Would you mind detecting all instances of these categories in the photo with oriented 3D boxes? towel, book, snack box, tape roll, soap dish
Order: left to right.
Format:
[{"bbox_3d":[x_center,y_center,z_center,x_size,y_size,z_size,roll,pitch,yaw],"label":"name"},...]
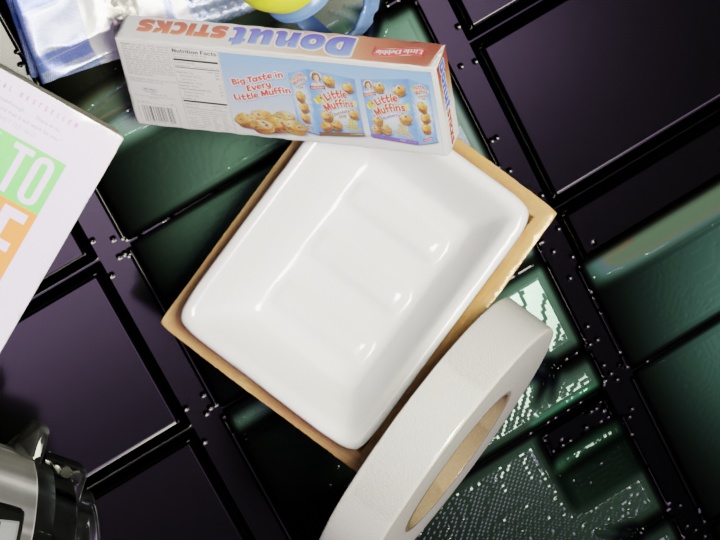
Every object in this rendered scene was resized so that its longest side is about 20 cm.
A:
[{"bbox_3d":[-0.250,-0.028,1.709,0.133,0.048,0.200,29,94,-16],"label":"book"},{"bbox_3d":[-0.124,-0.208,1.718,0.200,0.024,0.147,-20,106,-12],"label":"towel"},{"bbox_3d":[-0.044,-0.109,1.686,0.200,0.024,0.072,7,137,17],"label":"snack box"},{"bbox_3d":[0.000,0.000,1.745,0.157,0.081,0.200,36,89,6],"label":"soap dish"},{"bbox_3d":[0.046,0.107,1.748,0.037,0.203,0.203,36,89,9],"label":"tape roll"}]

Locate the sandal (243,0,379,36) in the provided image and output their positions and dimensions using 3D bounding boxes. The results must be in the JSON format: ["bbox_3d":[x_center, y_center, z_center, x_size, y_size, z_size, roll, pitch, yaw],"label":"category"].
[{"bbox_3d":[-0.008,-0.214,1.707,0.087,0.079,0.200,53,54,-43],"label":"sandal"}]

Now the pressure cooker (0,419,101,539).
[{"bbox_3d":[-0.253,0.175,1.680,0.200,0.179,0.176,21,129,-20],"label":"pressure cooker"}]
